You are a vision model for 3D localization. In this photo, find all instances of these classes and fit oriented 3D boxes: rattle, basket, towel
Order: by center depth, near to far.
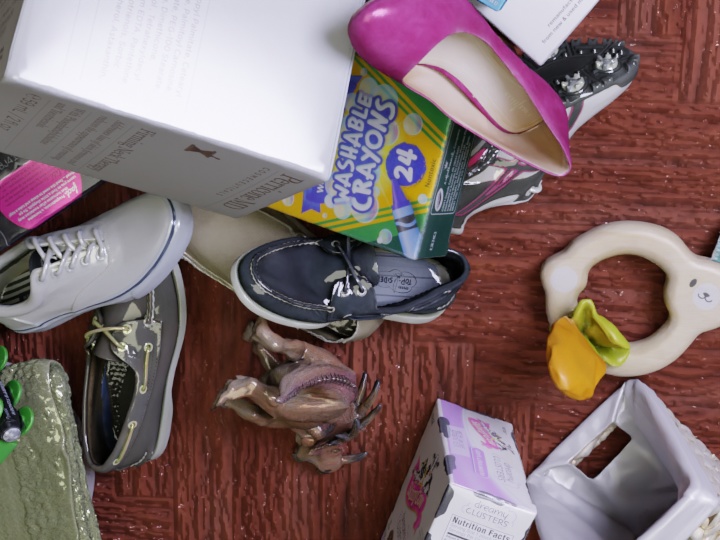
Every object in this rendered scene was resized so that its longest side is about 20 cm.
[{"bbox_3d":[0.238,0.019,0.962,0.200,0.143,0.131,-9,86,11],"label":"rattle"},{"bbox_3d":[0.226,0.198,0.977,0.123,0.200,0.136,41,103,-13],"label":"basket"},{"bbox_3d":[-0.287,0.168,1.040,0.148,0.036,0.200,-4,105,17],"label":"towel"}]

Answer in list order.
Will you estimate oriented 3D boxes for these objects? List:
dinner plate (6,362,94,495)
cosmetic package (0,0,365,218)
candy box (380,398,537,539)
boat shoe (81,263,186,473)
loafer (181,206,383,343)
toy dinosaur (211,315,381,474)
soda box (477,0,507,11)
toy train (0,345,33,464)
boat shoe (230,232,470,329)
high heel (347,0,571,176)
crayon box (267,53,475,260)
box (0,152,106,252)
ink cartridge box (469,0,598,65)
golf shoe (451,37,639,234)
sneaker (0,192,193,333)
[{"bbox_3d":[-0.327,0.170,1.084,0.200,0.024,0.201,1,105,3],"label":"dinner plate"},{"bbox_3d":[-0.124,-0.147,0.804,0.200,0.167,0.167,16,77,-23],"label":"cosmetic package"},{"bbox_3d":[0.061,0.227,1.005,0.071,0.168,0.200,20,104,-5],"label":"candy box"},{"bbox_3d":[-0.186,0.066,1.020,0.072,0.060,0.202,15,108,30],"label":"boat shoe"},{"bbox_3d":[-0.067,-0.006,1.001,0.200,0.068,0.076,28,104,-5],"label":"loafer"},{"bbox_3d":[-0.036,0.096,0.988,0.135,0.200,0.086,25,75,-6],"label":"toy dinosaur"},{"bbox_3d":[0.020,-0.242,0.786,0.200,0.064,0.068,32,105,-5],"label":"soda box"},{"bbox_3d":[-0.304,0.070,0.984,0.056,0.200,0.042,-49,138,12],"label":"toy train"},{"bbox_3d":[0.001,0.002,0.949,0.199,0.075,0.066,10,149,-35],"label":"boat shoe"},{"bbox_3d":[0.068,-0.111,0.794,0.067,0.200,0.096,-36,67,20],"label":"high heel"},{"bbox_3d":[-0.018,-0.097,0.934,0.200,0.052,0.126,20,104,28],"label":"crayon box"},{"bbox_3d":[-0.231,-0.119,0.956,0.200,0.115,0.132,-33,100,9],"label":"box"},{"bbox_3d":[0.074,-0.246,0.891,0.200,0.146,0.086,38,105,-7],"label":"ink cartridge box"},{"bbox_3d":[0.125,-0.106,0.975,0.200,0.077,0.088,-29,129,6],"label":"golf shoe"},{"bbox_3d":[-0.215,-0.003,0.966,0.200,0.071,0.073,-29,67,25],"label":"sneaker"}]
